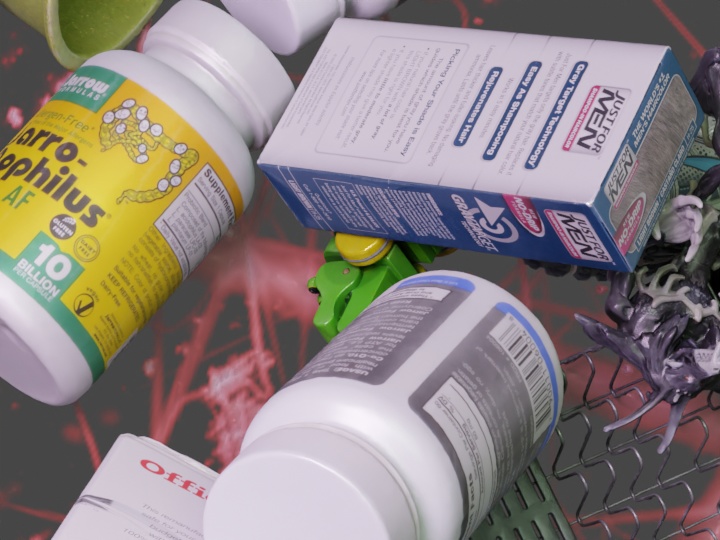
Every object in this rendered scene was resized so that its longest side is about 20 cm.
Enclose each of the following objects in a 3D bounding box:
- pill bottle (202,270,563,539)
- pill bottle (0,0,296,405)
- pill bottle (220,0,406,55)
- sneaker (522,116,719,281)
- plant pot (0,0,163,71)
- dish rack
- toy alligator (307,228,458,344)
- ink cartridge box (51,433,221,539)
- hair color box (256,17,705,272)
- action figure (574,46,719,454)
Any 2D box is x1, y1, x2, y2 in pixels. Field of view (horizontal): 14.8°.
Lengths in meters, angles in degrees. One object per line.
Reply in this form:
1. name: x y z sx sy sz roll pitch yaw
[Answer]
1. pill bottle: 0.011 0.087 1.320 0.114 0.114 0.200 41 34 5
2. pill bottle: -0.125 -0.039 1.407 0.113 0.113 0.200 39 71 4
3. pill bottle: 0.016 -0.205 1.484 0.200 0.114 0.114 -35 81 -18
4. sneaker: 0.159 -0.045 1.485 0.200 0.078 0.086 3 66 -19
5. plant pot: -0.189 -0.230 1.435 0.190 0.200 0.200 24 69 12
6. dish rack: 0.143 0.098 1.439 0.200 0.055 0.154 -23 76 -16
7. toy alligator: 0.000 0.000 1.450 0.054 0.059 0.200 15 64 40
8. ink cartridge box: -0.087 0.173 1.299 0.145 0.200 0.085 28 113 0
9. hair color box: 0.059 -0.064 1.381 0.200 0.061 0.100 9 59 36
10. action figure: 0.181 -0.008 1.386 0.119 0.102 0.200 21 81 -18
